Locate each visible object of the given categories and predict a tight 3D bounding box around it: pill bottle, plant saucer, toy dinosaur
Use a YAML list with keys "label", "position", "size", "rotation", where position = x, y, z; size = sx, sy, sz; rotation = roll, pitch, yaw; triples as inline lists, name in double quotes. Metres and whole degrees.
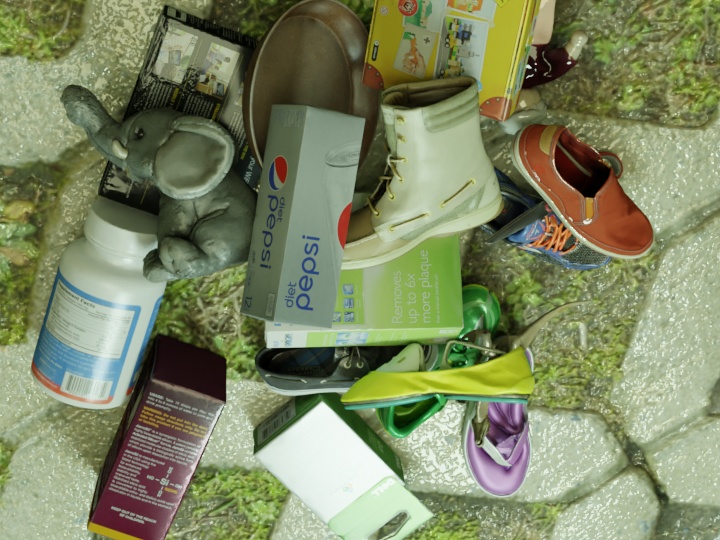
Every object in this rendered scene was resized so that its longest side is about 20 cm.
- label: "pill bottle"
  position: [-0.265, 0.033, 1.364]
  size: [0.112, 0.112, 0.200]
  rotation: [17, 109, -11]
- label: "plant saucer"
  position: [-0.052, -0.166, 1.283]
  size: [0.034, 0.200, 0.200]
  rotation: [12, 118, 36]
- label: "toy dinosaur"
  position: [0.157, 0.091, 1.414]
  size: [0.200, 0.058, 0.101]
  rotation: [-56, 144, 4]

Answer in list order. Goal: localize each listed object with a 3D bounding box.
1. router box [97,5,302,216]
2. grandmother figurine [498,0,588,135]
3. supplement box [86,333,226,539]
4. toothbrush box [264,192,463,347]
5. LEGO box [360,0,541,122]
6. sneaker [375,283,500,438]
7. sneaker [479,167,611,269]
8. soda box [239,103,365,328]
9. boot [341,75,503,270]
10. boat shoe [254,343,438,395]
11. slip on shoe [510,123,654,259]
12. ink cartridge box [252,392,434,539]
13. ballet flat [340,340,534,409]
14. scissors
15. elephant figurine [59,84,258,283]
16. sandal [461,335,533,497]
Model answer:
- label: "router box"
  position: [-0.163, -0.146, 1.330]
  size: [0.149, 0.051, 0.200]
  rotation: [20, 109, -14]
- label: "grandmother figurine"
  position: [0.167, -0.231, 1.322]
  size: [0.121, 0.061, 0.200]
  rotation: [11, 117, 21]
- label: "supplement box"
  position: [-0.220, 0.187, 1.430]
  size: [0.086, 0.110, 0.200]
  rotation: [21, 109, -13]
- label: "toothbrush box"
  position: [0.000, 0.000, 1.350]
  size: [0.200, 0.086, 0.146]
  rotation: [-1, 76, -3]
- label: "LEGO box"
  position: [0.095, -0.261, 1.258]
  size: [0.149, 0.077, 0.200]
  rotation: [16, 115, 11]
- label: "sneaker"
  position: [0.091, 0.106, 1.435]
  size: [0.074, 0.084, 0.200]
  rotation: [29, 106, -15]
- label: "sneaker"
  position: [0.178, -0.047, 1.383]
  size: [0.200, 0.078, 0.075]
  rotation: [21, 110, -12]
- label: "soda box"
  position: [-0.053, -0.050, 1.213]
  size: [0.068, 0.063, 0.200]
  rotation: [9, 91, -36]
- label: "boot"
  position: [0.031, -0.093, 1.248]
  size: [0.200, 0.072, 0.155]
  rotation: [-20, 127, -6]
- label: "boat shoe"
  position: [-0.020, 0.091, 1.403]
  size: [0.200, 0.070, 0.066]
  rotation: [-5, 156, 19]
- label: "slip on shoe"
  position: [0.235, -0.078, 1.329]
  size: [0.200, 0.061, 0.074]
  rotation: [41, 65, -26]
- label: "ink cartridge box"
  position: [-0.019, 0.228, 1.489]
  size: [0.104, 0.059, 0.200]
  rotation: [-39, 110, 11]
- label: "ballet flat"
  position: [0.078, 0.106, 1.346]
  size: [0.200, 0.067, 0.067]
  rotation: [-3, 86, 12]
- label: "scissors"
  position: [0.198, -0.076, 1.350]
  size: [0.200, 0.014, 0.073]
  rotation: [-12, 96, -32]
- label: "elephant figurine"
  position: [-0.169, -0.097, 1.252]
  size: [0.155, 0.141, 0.200]
  rotation: [-20, 101, -40]
- label: "sandal"
  position: [0.158, 0.172, 1.485]
  size: [0.082, 0.050, 0.203]
  rotation: [-3, 110, -3]
